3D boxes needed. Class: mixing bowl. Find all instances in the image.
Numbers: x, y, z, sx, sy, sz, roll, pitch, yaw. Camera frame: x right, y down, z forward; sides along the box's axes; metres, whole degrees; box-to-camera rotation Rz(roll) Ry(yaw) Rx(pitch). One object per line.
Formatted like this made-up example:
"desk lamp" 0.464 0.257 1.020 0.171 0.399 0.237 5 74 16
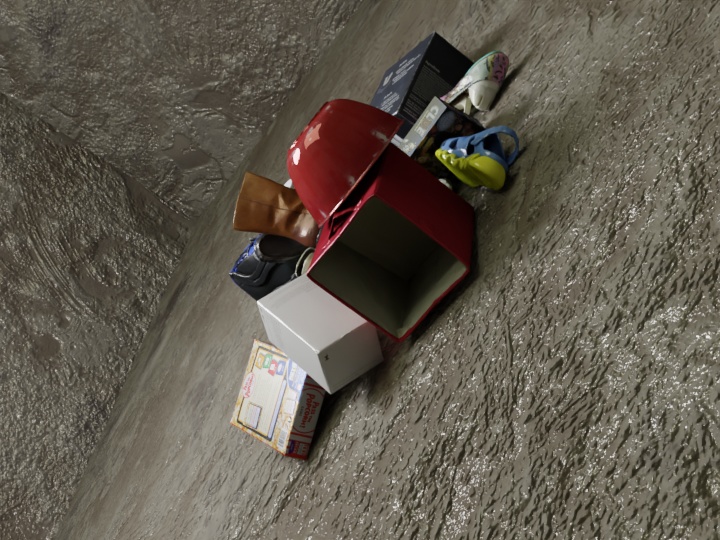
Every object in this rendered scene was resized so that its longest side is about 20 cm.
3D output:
"mixing bowl" -0.038 -0.174 1.357 0.201 0.108 0.200 -51 5 6

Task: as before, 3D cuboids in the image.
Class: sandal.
"sandal" 0.183 -0.178 1.415 0.088 0.079 0.200 -53 24 -3

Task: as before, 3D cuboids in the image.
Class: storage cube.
"storage cube" 0.048 -0.045 1.353 0.171 0.199 0.181 -48 13 29

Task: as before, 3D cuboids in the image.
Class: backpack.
"backpack" -0.162 -0.031 1.975 0.200 0.161 0.170 -38 22 49

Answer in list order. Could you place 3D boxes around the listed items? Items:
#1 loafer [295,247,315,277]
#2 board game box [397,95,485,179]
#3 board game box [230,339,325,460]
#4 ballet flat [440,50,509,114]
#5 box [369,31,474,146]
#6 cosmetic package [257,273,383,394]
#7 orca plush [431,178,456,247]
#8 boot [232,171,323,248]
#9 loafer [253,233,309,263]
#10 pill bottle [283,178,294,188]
"loafer" -0.076 -0.003 1.596 0.076 0.068 0.200 -59 8 -11
"board game box" 0.107 -0.178 1.530 0.201 0.134 0.035 -53 56 18
"board game box" -0.135 0.208 1.533 0.199 0.046 0.154 13 85 56
"ballet flat" 0.187 -0.296 1.614 0.199 0.068 0.072 -34 46 40
"box" 0.102 -0.319 1.801 0.196 0.116 0.203 -23 39 61
"cosmetic package" -0.065 0.092 1.435 0.106 0.086 0.199 -28 35 -21
"orca plush" 0.097 -0.059 1.507 0.104 0.071 0.203 30 101 29
"boot" -0.105 -0.136 1.596 0.068 0.196 0.192 46 -121 -72
"loafer" -0.091 -0.066 1.624 0.197 0.074 0.072 -21 -1 -19
"pill bottle" -0.074 -0.075 1.731 0.114 0.198 0.114 -50 17 21
